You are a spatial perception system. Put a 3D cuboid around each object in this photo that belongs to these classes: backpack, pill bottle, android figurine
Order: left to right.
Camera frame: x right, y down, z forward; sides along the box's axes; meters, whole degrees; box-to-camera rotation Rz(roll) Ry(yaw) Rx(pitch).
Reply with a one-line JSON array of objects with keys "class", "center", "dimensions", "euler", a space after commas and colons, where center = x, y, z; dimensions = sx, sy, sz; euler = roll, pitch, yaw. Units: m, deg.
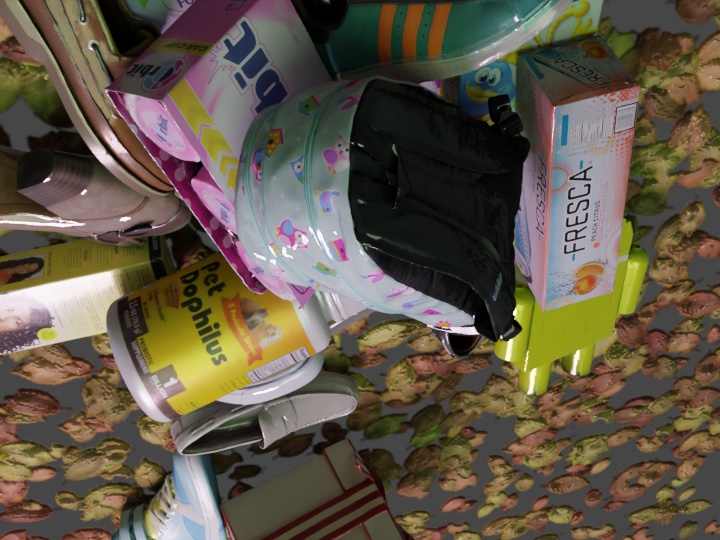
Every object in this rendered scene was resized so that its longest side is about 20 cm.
[{"class": "pill bottle", "center": [-0.098, 0.036, 0.757], "dimensions": [0.198, 0.110, 0.110], "euler": [-25, 134, -2]}, {"class": "backpack", "center": [0.019, -0.041, 0.583], "dimensions": [0.125, 0.169, 0.199], "euler": [-8, 166, 35]}, {"class": "android figurine", "center": [0.197, 0.020, 0.859], "dimensions": [0.180, 0.041, 0.202], "euler": [-15, 125, -31]}]

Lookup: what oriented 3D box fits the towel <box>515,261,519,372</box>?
[{"class": "towel", "center": [0.185, -0.001, 0.878], "dimensions": [0.149, 0.031, 0.201], "euler": [-42, 136, -14]}]

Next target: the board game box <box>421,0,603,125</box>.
[{"class": "board game box", "center": [0.107, -0.189, 0.673], "dimensions": [0.102, 0.106, 0.202], "euler": [-8, 134, -9]}]

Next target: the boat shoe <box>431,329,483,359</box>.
[{"class": "boat shoe", "center": [0.111, -0.004, 0.871], "dimensions": [0.071, 0.068, 0.202], "euler": [2, 129, -14]}]

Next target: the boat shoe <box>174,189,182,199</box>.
[{"class": "boat shoe", "center": [-0.056, -0.082, 0.743], "dimensions": [0.198, 0.075, 0.069], "euler": [-2, 114, -39]}]

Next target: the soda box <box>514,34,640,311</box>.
[{"class": "soda box", "center": [0.154, -0.066, 0.680], "dimensions": [0.063, 0.069, 0.202], "euler": [-14, 135, -6]}]

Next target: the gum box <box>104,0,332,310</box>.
[{"class": "gum box", "center": [-0.065, -0.079, 0.626], "dimensions": [0.114, 0.066, 0.201], "euler": [-52, 134, -23]}]

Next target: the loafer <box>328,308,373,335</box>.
[{"class": "loafer", "center": [0.000, 0.000, 0.826], "dimensions": [0.199, 0.076, 0.069], "euler": [-37, 152, 19]}]

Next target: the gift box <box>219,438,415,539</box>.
[{"class": "gift box", "center": [-0.031, 0.313, 1.008], "dimensions": [0.185, 0.185, 0.201], "euler": [-22, 149, -17]}]

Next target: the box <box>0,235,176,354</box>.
[{"class": "box", "center": [-0.260, 0.020, 0.797], "dimensions": [0.197, 0.050, 0.076], "euler": [-13, 135, -4]}]

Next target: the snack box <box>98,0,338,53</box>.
[{"class": "snack box", "center": [-0.095, -0.173, 0.665], "dimensions": [0.198, 0.053, 0.143], "euler": [-22, 132, 7]}]

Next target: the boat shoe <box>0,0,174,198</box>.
[{"class": "boat shoe", "center": [-0.160, -0.131, 0.602], "dimensions": [0.067, 0.072, 0.201], "euler": [-22, 133, 11]}]

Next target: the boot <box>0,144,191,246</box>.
[{"class": "boot", "center": [-0.238, -0.052, 0.721], "dimensions": [0.198, 0.071, 0.146], "euler": [1, 168, 29]}]

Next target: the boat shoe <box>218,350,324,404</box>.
[{"class": "boat shoe", "center": [-0.131, 0.078, 0.842], "dimensions": [0.197, 0.072, 0.062], "euler": [-7, 131, 22]}]

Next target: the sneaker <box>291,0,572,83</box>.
[{"class": "sneaker", "center": [0.037, -0.168, 0.576], "dimensions": [0.198, 0.072, 0.080], "euler": [-9, 128, 37]}]

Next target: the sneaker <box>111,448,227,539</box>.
[{"class": "sneaker", "center": [-0.218, 0.269, 1.017], "dimensions": [0.129, 0.080, 0.202], "euler": [-9, 133, -9]}]

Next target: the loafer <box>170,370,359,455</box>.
[{"class": "loafer", "center": [-0.096, 0.152, 0.950], "dimensions": [0.197, 0.070, 0.071], "euler": [-10, 134, -7]}]
